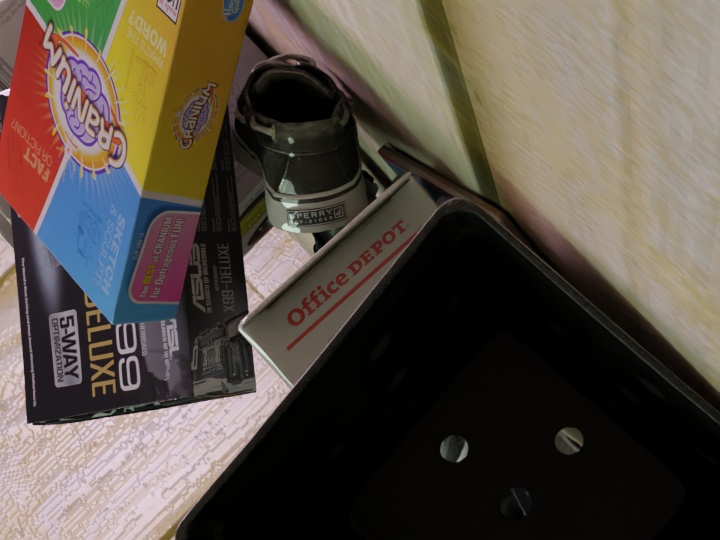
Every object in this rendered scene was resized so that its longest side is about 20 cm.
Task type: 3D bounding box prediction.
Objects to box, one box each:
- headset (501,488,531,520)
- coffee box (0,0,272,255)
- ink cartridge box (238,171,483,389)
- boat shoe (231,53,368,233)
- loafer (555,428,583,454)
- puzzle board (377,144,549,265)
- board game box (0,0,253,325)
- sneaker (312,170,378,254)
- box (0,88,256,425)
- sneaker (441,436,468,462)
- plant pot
[{"bbox_3d":[0.139,0.175,1.324,0.124,0.093,0.201,62,177,48],"label":"headset"},{"bbox_3d":[-0.152,-0.085,1.339,0.200,0.200,0.198,45,178,5],"label":"coffee box"},{"bbox_3d":[0.003,0.019,1.053,0.068,0.116,0.200,47,178,5],"label":"ink cartridge box"},{"bbox_3d":[-0.032,-0.082,1.097,0.200,0.070,0.064,-119,20,-68],"label":"boat shoe"},{"bbox_3d":[0.155,0.119,1.246,0.200,0.063,0.072,50,-151,-13],"label":"loafer"},{"bbox_3d":[0.082,0.008,1.068,0.151,0.017,0.200,47,177,-20],"label":"puzzle board"},{"bbox_3d":[-0.127,-0.097,1.062,0.040,0.201,0.153,-5,-146,-36],"label":"board game box"},{"bbox_3d":[0.000,0.000,1.349,0.071,0.098,0.201,46,176,36],"label":"sneaker"},{"bbox_3d":[-0.135,-0.019,1.162,0.049,0.202,0.157,-1,173,-44],"label":"box"},{"bbox_3d":[0.009,0.058,1.304,0.075,0.114,0.201,-90,-12,-56],"label":"sneaker"},{"bbox_3d":[0.065,0.113,0.946,0.199,0.200,0.177,40,-178,10],"label":"plant pot"}]
